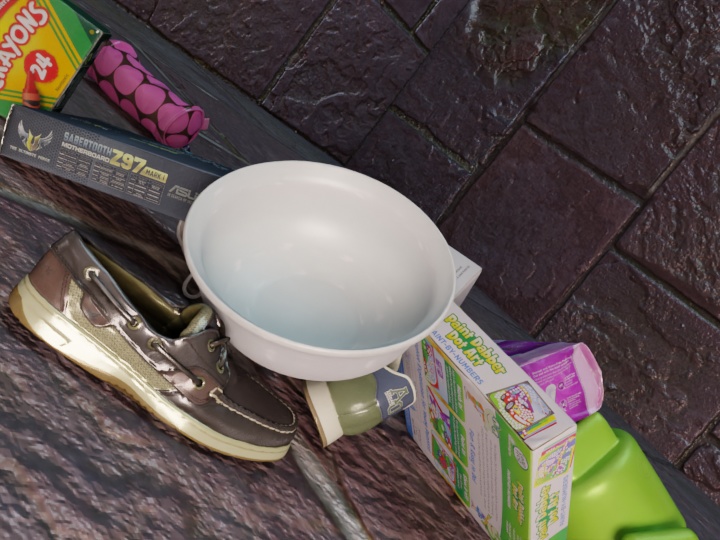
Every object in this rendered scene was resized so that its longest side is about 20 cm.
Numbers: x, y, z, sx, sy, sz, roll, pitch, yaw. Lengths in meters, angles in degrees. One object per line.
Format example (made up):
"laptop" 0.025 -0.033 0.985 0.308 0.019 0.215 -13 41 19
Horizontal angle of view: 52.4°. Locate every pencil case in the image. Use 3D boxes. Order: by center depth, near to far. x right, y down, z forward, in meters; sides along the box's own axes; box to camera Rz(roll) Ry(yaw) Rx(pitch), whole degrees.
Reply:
"pencil case" -0.328 -0.272 1.126 0.200 0.091 0.094 43 45 14

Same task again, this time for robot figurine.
"robot figurine" 0.241 0.236 0.705 0.201 0.115 0.175 58 -22 -4

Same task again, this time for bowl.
"bowl" -0.036 0.013 0.553 0.199 0.091 0.202 10 42 -9

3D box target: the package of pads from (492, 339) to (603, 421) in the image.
"package of pads" 0.142 0.119 0.753 0.200 0.120 0.076 165 -93 -72

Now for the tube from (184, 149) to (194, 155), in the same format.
"tube" -0.178 -0.100 1.004 0.200 0.050 0.078 43 -13 40

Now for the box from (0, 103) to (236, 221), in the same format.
"box" -0.200 -0.095 0.684 0.199 0.051 0.158 19 9 4

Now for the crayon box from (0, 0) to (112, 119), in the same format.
"crayon box" -0.361 -0.240 0.700 0.199 0.127 0.051 35 9 -15

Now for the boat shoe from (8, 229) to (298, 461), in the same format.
"boat shoe" -0.112 0.050 0.454 0.199 0.065 0.073 35 9 -24

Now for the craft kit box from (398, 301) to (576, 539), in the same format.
"craft kit box" 0.097 0.134 0.622 0.198 0.048 0.201 52 -21 45

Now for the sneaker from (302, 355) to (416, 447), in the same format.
"sneaker" -0.005 0.074 0.636 0.200 0.089 0.068 -111 -176 -67

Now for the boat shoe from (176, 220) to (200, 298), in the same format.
"boat shoe" -0.124 -0.006 0.662 0.086 0.075 0.202 32 9 -39

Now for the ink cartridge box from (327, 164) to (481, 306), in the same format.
"ink cartridge box" -0.002 0.009 0.750 0.199 0.145 0.084 35 33 14
